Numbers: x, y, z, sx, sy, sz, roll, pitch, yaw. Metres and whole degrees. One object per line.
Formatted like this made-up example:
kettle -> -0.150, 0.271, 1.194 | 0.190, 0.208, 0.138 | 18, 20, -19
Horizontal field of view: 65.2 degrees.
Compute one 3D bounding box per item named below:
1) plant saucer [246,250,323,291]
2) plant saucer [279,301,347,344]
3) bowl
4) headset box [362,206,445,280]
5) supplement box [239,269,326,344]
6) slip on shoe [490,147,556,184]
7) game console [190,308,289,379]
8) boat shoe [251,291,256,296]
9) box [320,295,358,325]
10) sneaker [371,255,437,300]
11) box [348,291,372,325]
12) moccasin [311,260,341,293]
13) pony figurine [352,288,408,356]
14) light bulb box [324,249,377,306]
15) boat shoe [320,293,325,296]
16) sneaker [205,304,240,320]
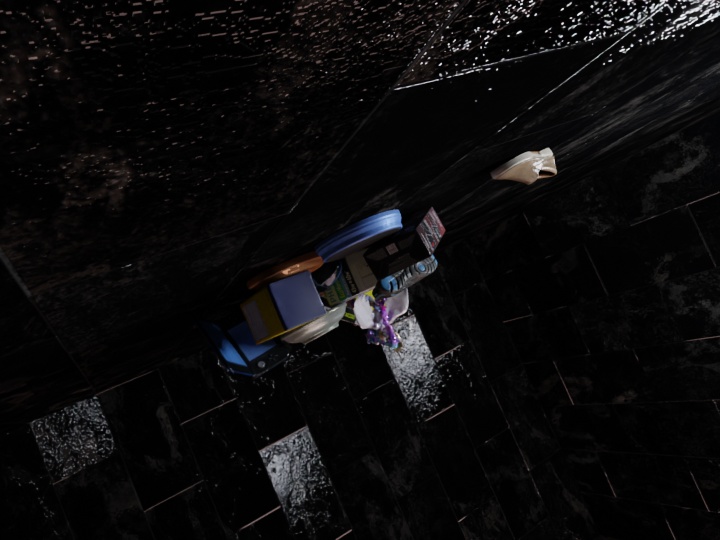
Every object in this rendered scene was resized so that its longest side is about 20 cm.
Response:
plant saucer -> -0.167, 0.005, 1.312 | 0.200, 0.032, 0.200 | -23, 175, -2
plant saucer -> -0.114, 0.149, 1.486 | 0.200, 0.050, 0.200 | -29, 176, -2
bowl -> -0.001, -0.071, 1.217 | 0.200, 0.039, 0.201 | -24, 177, -2
headset box -> 0.110, -0.070, 1.340 | 0.148, 0.075, 0.200 | -26, -168, 26
supplement box -> -0.183, 0.088, 1.304 | 0.109, 0.109, 0.200 | -21, 177, -34
slip on shoe -> 0.363, -0.219, 1.232 | 0.200, 0.061, 0.076 | -21, 175, -42
game console -> -0.301, 0.164, 1.422 | 0.171, 0.200, 0.118 | -30, 151, -25
boat shoe -> -0.203, 0.054, 1.529 | 0.200, 0.072, 0.066 | -21, -176, -8
box -> -0.100, 0.110, 1.742 | 0.200, 0.048, 0.193 | 22, 180, -40
sneaker -> 0.108, 0.010, 1.413 | 0.200, 0.073, 0.082 | -26, 166, -32
box -> 0.007, 0.065, 1.879 | 0.122, 0.200, 0.193 | -26, 176, -16
moccasin -> -0.136, 0.034, 1.435 | 0.200, 0.081, 0.068 | -38, 153, 12
pony figurine -> 0.053, 0.130, 1.560 | 0.166, 0.193, 0.200 | -20, -165, -18
light bulb box -> 0.000, 0.000, 1.552 | 0.200, 0.125, 0.198 | -24, 177, 8
boat shoe -> -0.159, 0.072, 2.009 | 0.200, 0.072, 0.072 | -15, 174, -28
sneaker -> -0.386, 0.144, 1.615 | 0.091, 0.076, 0.200 | -19, 177, 33
